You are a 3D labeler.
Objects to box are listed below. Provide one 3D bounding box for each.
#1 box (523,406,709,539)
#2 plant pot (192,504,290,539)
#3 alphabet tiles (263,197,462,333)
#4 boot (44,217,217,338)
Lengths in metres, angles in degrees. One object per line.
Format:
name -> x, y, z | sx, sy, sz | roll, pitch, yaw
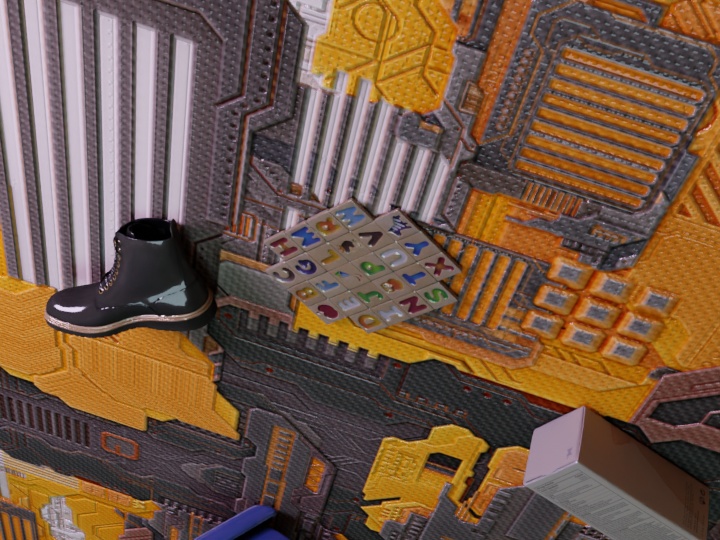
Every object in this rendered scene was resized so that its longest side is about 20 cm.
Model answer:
box -> 0.294, 0.247, 1.239 | 0.200, 0.078, 0.095 | 34, 139, -18
plant pot -> -0.182, 0.472, 1.594 | 0.180, 0.200, 0.200 | 55, 145, 17
alphabet tiles -> 0.000, 0.000, 1.126 | 0.200, 0.006, 0.166 | -23, 126, 41
boot -> -0.271, -0.001, 1.197 | 0.200, 0.078, 0.138 | -6, 133, 10
